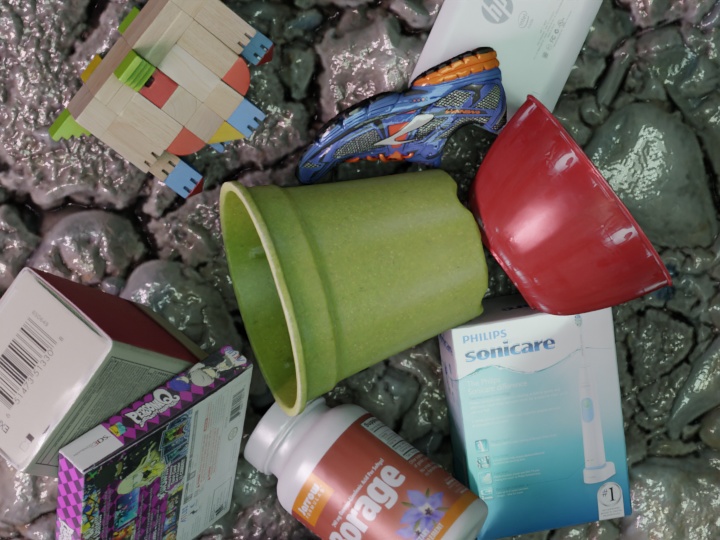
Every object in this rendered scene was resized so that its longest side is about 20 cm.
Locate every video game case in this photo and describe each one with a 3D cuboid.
[{"bbox_3d":[-0.173,0.175,1.442,0.181,0.036,0.200,-33,150,-35],"label":"video game case"}]

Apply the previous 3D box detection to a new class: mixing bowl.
[{"bbox_3d":[0.160,-0.037,1.466,0.108,0.200,0.200,-37,105,2],"label":"mixing bowl"}]

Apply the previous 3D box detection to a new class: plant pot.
[{"bbox_3d":[0.000,0.000,1.459,0.184,0.200,0.201,-16,104,-13],"label":"plant pot"}]

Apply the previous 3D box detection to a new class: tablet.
[{"bbox_3d":[0.136,-0.220,1.518,0.130,0.014,0.201,23,97,-12],"label":"tablet"}]

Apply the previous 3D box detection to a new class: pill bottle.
[{"bbox_3d":[0.001,0.188,1.502,0.200,0.112,0.112,36,95,14],"label":"pill bottle"}]

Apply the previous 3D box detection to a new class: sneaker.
[{"bbox_3d":[0.037,-0.117,1.482,0.200,0.075,0.079,-25,96,6],"label":"sneaker"}]

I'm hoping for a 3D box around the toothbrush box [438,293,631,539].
[{"bbox_3d":[0.153,0.125,1.555,0.146,0.085,0.201,-10,104,-6],"label":"toothbrush box"}]

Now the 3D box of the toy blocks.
[{"bbox_3d":[-0.143,-0.150,1.457,0.137,0.100,0.200,37,95,-26],"label":"toy blocks"}]

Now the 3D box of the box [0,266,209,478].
[{"bbox_3d":[-0.221,0.091,1.420,0.109,0.200,0.128,38,95,24],"label":"box"}]
